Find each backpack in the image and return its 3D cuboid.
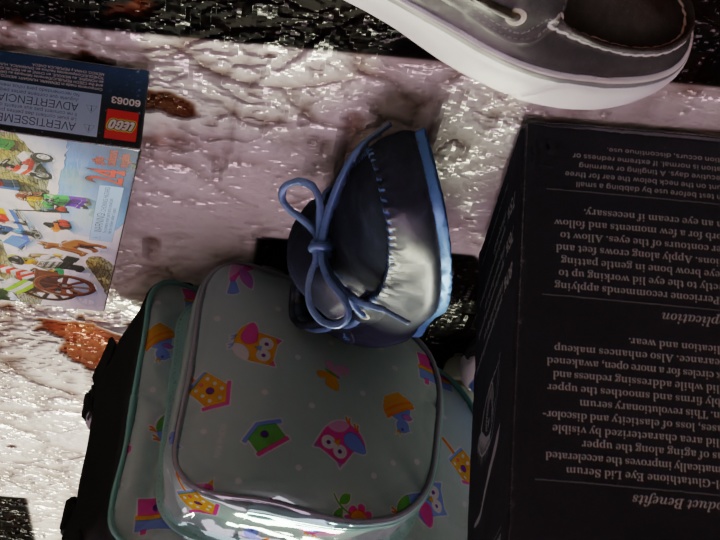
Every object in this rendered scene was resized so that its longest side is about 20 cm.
[{"bbox_3d":[-0.031,0.101,1.063,0.200,0.176,0.153,22,138,-19],"label":"backpack"}]

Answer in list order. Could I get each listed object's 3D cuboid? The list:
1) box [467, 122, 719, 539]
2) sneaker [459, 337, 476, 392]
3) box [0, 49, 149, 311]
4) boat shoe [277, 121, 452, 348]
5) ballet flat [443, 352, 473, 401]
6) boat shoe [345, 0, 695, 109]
[{"bbox_3d":[0.106,0.058,0.907,0.104,0.200,0.148,5,159,-3],"label":"box"},{"bbox_3d":[0.150,0.063,1.087,0.200,0.077,0.076,4,160,2],"label":"sneaker"},{"bbox_3d":[-0.170,-0.039,0.926,0.136,0.038,0.200,7,159,-8],"label":"box"},{"bbox_3d":[0.000,0.000,0.934,0.069,0.084,0.200,-6,157,-7],"label":"boat shoe"},{"bbox_3d":[0.046,0.078,1.167,0.200,0.067,0.064,-14,124,32],"label":"ballet flat"},{"bbox_3d":[0.037,-0.107,0.681,0.200,0.069,0.057,18,154,-28],"label":"boat shoe"}]
